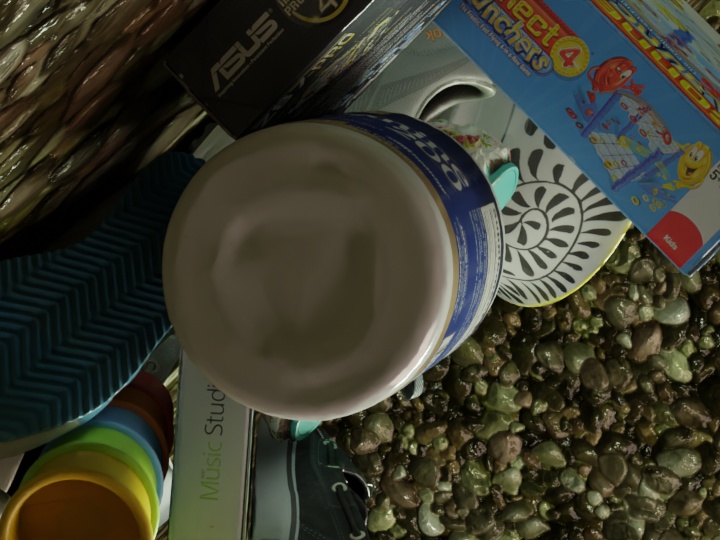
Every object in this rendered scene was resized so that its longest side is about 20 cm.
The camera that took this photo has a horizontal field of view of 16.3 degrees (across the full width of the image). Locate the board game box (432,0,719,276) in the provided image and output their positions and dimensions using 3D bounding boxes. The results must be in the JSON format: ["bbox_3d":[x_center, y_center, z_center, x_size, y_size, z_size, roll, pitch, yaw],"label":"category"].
[{"bbox_3d":[0.115,-0.101,1.161,0.056,0.200,0.196,-46,176,18],"label":"board game box"}]

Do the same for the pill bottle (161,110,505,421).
[{"bbox_3d":[-0.002,-0.008,1.008,0.111,0.111,0.200,-45,176,12],"label":"pill bottle"}]

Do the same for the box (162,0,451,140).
[{"bbox_3d":[0.026,-0.138,0.991,0.200,0.049,0.161,-44,177,16],"label":"box"}]

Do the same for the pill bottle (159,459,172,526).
[{"bbox_3d":[-0.193,0.141,1.243,0.200,0.106,0.106,-42,175,-28],"label":"pill bottle"}]

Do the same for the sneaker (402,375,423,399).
[{"bbox_3d":[-0.019,0.016,1.328,0.200,0.140,0.078,-36,179,30],"label":"sneaker"}]

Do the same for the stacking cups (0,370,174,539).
[{"bbox_3d":[-0.104,0.078,1.031,0.061,0.060,0.200,-45,-171,11],"label":"stacking cups"}]

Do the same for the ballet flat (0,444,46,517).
[{"bbox_3d":[-0.163,0.091,1.046,0.075,0.068,0.200,-41,-160,32],"label":"ballet flat"}]

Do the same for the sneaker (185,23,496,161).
[{"bbox_3d":[-0.021,-0.054,1.153,0.200,0.079,0.074,-41,174,-8],"label":"sneaker"}]

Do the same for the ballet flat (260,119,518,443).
[{"bbox_3d":[0.000,0.000,1.189,0.200,0.064,0.076,-48,161,-33],"label":"ballet flat"}]

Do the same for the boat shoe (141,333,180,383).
[{"bbox_3d":[-0.057,-0.020,1.223,0.202,0.065,0.074,-42,175,-23],"label":"boat shoe"}]

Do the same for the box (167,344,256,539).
[{"bbox_3d":[-0.066,0.105,1.117,0.200,0.036,0.145,100,-6,-84],"label":"box"}]

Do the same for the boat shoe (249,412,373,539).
[{"bbox_3d":[-0.022,0.113,1.155,0.200,0.056,0.069,-93,-173,-76],"label":"boat shoe"}]

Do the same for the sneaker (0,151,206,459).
[{"bbox_3d":[-0.123,0.028,1.032,0.200,0.077,0.081,-37,173,-46],"label":"sneaker"}]

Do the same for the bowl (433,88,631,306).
[{"bbox_3d":[0.071,-0.087,1.360,0.201,0.094,0.202,-35,-131,53],"label":"bowl"}]
